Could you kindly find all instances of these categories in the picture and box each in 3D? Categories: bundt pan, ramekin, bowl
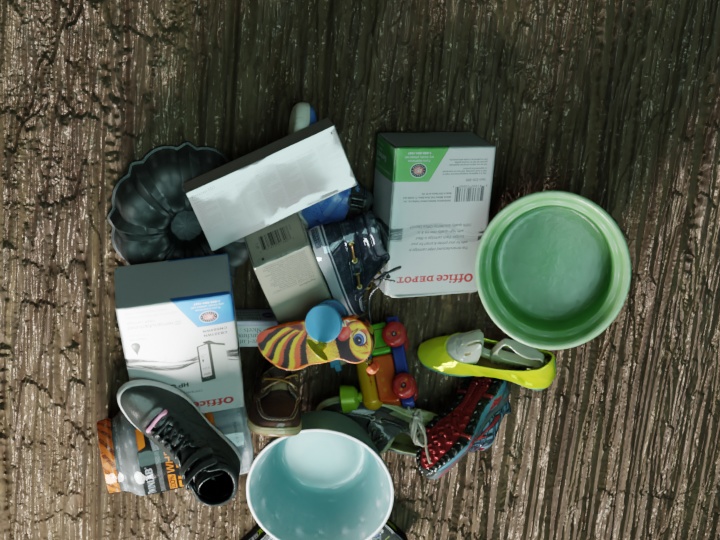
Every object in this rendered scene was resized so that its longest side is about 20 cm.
[{"bbox_3d":[-0.223,-0.056,1.545,0.198,0.076,0.205,-4,111,-12],"label":"bundt pan"},{"bbox_3d":[0.250,-0.005,1.574,0.196,0.098,0.204,1,97,10],"label":"ramekin"},{"bbox_3d":[-0.052,0.272,1.641,0.197,0.105,0.204,1,116,1],"label":"bowl"}]

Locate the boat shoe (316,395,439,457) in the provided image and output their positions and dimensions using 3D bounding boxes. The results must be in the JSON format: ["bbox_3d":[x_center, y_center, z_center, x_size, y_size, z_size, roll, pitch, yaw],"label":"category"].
[{"bbox_3d":[0.033,0.226,1.705,0.198,0.067,0.072,13,142,-20],"label":"boat shoe"}]

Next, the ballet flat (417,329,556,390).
[{"bbox_3d":[0.180,0.116,1.690,0.197,0.068,0.068,12,140,1],"label":"ballet flat"}]

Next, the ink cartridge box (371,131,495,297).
[{"bbox_3d":[0.091,-0.076,1.605,0.143,0.084,0.203,-2,110,-20],"label":"ink cartridge box"}]

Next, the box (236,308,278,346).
[{"bbox_3d":[-0.208,0.078,1.616,0.196,0.039,0.042,1,113,-14],"label":"box"}]

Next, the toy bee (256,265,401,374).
[{"bbox_3d":[-0.027,0.089,1.514,0.198,0.130,0.110,-25,89,32],"label":"toy bee"}]

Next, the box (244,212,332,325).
[{"bbox_3d":[-0.082,0.026,1.575,0.081,0.069,0.201,-21,136,-2],"label":"box"}]

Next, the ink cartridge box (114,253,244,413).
[{"bbox_3d":[-0.226,0.088,1.532,0.143,0.085,0.202,-8,130,-7],"label":"ink cartridge box"}]

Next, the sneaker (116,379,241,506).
[{"bbox_3d":[-0.219,0.215,1.498,0.071,0.099,0.200,-44,112,6],"label":"sneaker"}]

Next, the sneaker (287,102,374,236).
[{"bbox_3d":[-0.038,-0.121,1.564,0.109,0.077,0.203,-2,114,-7],"label":"sneaker"}]

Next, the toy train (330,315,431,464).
[{"bbox_3d":[0.022,0.173,1.648,0.114,0.085,0.203,-11,76,3],"label":"toy train"}]

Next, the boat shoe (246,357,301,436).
[{"bbox_3d":[-0.112,0.160,1.585,0.071,0.200,0.073,1,103,-4],"label":"boat shoe"}]

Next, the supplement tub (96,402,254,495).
[{"bbox_3d":[-0.246,0.229,1.617,0.197,0.123,0.125,-11,112,-9],"label":"supplement tub"}]

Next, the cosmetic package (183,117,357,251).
[{"bbox_3d":[-0.111,-0.107,1.484,0.197,0.051,0.083,-24,115,-3],"label":"cosmetic package"}]

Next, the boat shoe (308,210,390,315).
[{"bbox_3d":[0.000,0.000,1.575,0.090,0.072,0.201,-18,148,3],"label":"boat shoe"}]

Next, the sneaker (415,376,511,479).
[{"bbox_3d":[0.157,0.231,1.709,0.200,0.079,0.096,-46,128,-29],"label":"sneaker"}]

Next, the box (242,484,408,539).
[{"bbox_3d":[-0.057,0.412,1.773,0.200,0.048,0.193,-45,116,4],"label":"box"}]

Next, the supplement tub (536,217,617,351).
[{"bbox_3d":[0.277,0.003,1.674,0.106,0.107,0.202,24,103,-20],"label":"supplement tub"}]
